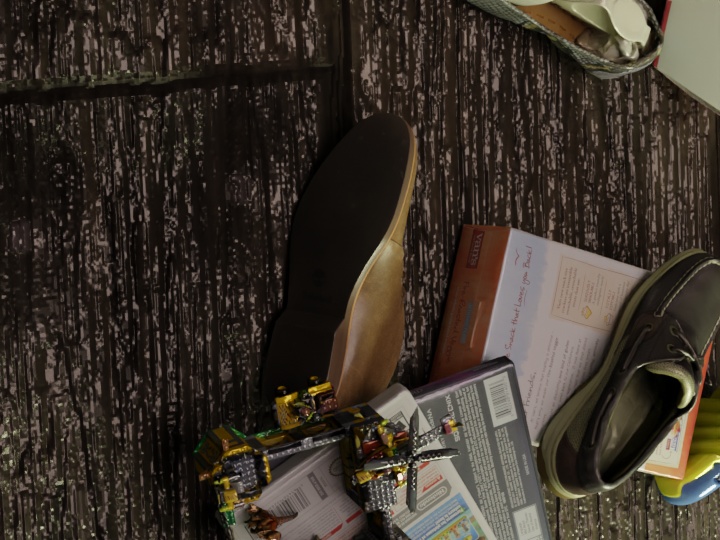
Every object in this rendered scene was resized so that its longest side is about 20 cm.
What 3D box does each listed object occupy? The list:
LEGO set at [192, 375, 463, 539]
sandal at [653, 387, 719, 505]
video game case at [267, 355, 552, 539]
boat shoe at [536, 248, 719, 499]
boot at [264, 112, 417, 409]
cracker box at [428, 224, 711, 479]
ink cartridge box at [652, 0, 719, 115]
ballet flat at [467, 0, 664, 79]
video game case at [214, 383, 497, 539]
[{"bbox_3d":[-0.014,0.175,1.426,0.153,0.116,0.201,-8,108,-20],"label":"LEGO set"},{"bbox_3d":[0.291,0.116,1.723,0.200,0.079,0.087,-33,115,-27],"label":"sandal"},{"bbox_3d":[0.021,0.153,1.529,0.199,0.019,0.143,-19,111,-15],"label":"video game case"},{"bbox_3d":[0.196,0.071,1.586,0.201,0.066,0.072,-51,119,-20],"label":"boat shoe"},{"bbox_3d":[0.000,0.000,1.523,0.075,0.073,0.201,16,91,-49],"label":"boot"},{"bbox_3d":[0.145,0.056,1.626,0.199,0.058,0.135,17,85,-35],"label":"cracker box"},{"bbox_3d":[0.302,-0.220,1.659,0.200,0.083,0.147,-43,157,-26],"label":"ink cartridge box"},{"bbox_3d":[0.130,-0.189,1.590,0.200,0.072,0.072,27,78,-33],"label":"ballet flat"},{"bbox_3d":[0.015,0.189,1.518,0.143,0.018,0.200,-35,114,-10],"label":"video game case"}]
